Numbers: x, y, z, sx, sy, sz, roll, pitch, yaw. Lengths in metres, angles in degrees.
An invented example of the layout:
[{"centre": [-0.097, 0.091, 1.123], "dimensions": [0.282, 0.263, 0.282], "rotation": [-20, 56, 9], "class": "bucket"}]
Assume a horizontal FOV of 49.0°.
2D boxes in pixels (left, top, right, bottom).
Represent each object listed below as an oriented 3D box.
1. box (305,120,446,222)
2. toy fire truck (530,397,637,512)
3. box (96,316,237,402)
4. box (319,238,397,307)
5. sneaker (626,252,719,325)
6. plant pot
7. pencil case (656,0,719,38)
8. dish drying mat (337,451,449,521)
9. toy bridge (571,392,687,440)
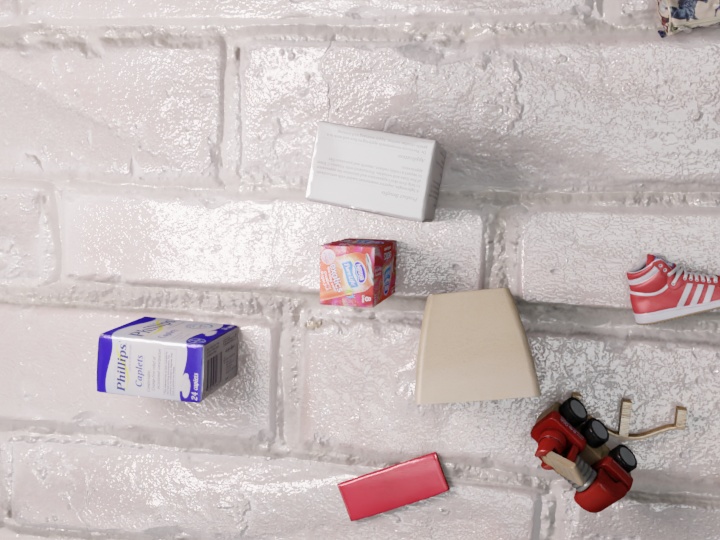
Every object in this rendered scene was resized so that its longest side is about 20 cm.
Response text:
[{"centre": [0.032, -0.162, 1.328], "dimensions": [0.197, 0.200, 0.132], "rotation": [12, 95, 9], "class": "box"}, {"centre": [0.360, 0.322, 1.292], "dimensions": [0.176, 0.200, 0.129], "rotation": [44, 126, 4], "class": "toy fire truck"}, {"centre": [-0.346, 0.157, 1.437], "dimensions": [0.198, 0.184, 0.106], "rotation": [4, 97, 10], "class": "box"}, {"centre": [0.000, 0.000, 1.348], "dimensions": [0.095, 0.200, 0.101], "rotation": [3, 96, 12], "class": "box"}, {"centre": [0.544, 0.012, 1.311], "dimensions": [0.199, 0.071, 0.113], "rotation": [-17, 95, 14], "class": "sneaker"}, {"centre": [0.195, 0.126, 1.335], "dimensions": [0.198, 0.200, 0.179], "rotation": [-5, 83, 11], "class": "plant pot"}, {"centre": [0.579, -0.427, 1.259], "dimensions": [0.198, 0.078, 0.090], "rotation": [-7, 74, 11], "class": "pencil case"}, {"centre": [0.061, 0.402, 1.467], "dimensions": [0.199, 0.018, 0.077], "rotation": [-21, 90, 13], "class": "dish drying mat"}, {"centre": [0.458, 0.258, 1.372], "dimensions": [0.198, 0.027, 0.068], "rotation": [6, 97, 11], "class": "toy bridge"}]
